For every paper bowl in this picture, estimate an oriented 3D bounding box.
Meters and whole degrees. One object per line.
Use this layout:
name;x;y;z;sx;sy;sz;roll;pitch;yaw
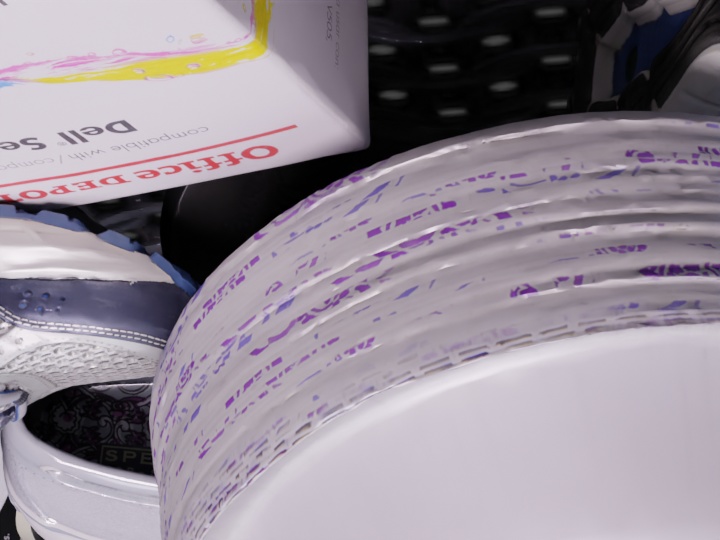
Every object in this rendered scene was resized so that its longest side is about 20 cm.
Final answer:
paper bowl;0.053;0.062;0.712;0.201;0.104;0.201;-7;143;-5

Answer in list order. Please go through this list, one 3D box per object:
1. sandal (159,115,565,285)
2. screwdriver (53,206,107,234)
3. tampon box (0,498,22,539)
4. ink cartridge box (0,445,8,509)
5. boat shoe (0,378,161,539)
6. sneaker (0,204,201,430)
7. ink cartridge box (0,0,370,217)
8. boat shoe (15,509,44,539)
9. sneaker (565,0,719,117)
sandal;0.045;-0.006;0.787;0.200;0.075;0.045;-1;-156;-28
screwdriver;-0.029;0.043;0.899;0.200;0.029;0.028;38;155;-11
tampon box;-0.112;0.158;1.202;0.200;0.126;0.150;5;158;-16
ink cartridge box;-0.195;0.074;0.912;0.160;0.047;0.200;13;111;-37
boat shoe;-0.001;0.047;0.825;0.200;0.072;0.069;7;159;4
sneaker;-0.132;0.040;0.745;0.200;0.085;0.077;-8;161;9
ink cartridge box;-0.071;-0.067;0.679;0.117;0.067;0.200;-10;159;22
boat shoe;-0.064;0.068;0.994;0.063;0.074;0.201;22;177;12
sneaker;0.126;-0.063;0.696;0.089;0.079;0.200;12;164;-20
